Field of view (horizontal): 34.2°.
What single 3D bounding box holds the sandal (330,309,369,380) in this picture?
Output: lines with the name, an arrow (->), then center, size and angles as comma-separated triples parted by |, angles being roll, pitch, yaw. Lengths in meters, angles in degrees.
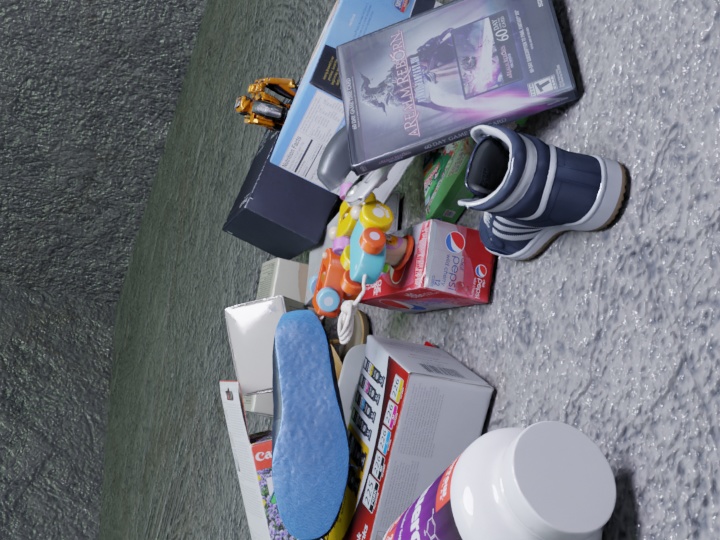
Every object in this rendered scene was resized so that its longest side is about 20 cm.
sandal -> -0.037, 0.123, 1.312 | 0.080, 0.053, 0.202 | -51, 15, 57

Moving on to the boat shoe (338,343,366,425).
boat shoe -> -0.013, 0.166, 1.198 | 0.201, 0.070, 0.064 | -65, -7, -47

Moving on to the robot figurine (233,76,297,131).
robot figurine -> -0.047, -0.178, 1.342 | 0.145, 0.197, 0.059 | -159, 82, -71

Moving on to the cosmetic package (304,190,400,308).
cosmetic package -> -0.011, -0.022, 1.376 | 0.200, 0.050, 0.084 | 136, 144, -62

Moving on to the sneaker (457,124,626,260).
sneaker -> 0.112, -0.060, 0.917 | 0.200, 0.107, 0.071 | 157, 124, -69

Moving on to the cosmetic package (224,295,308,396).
cosmetic package -> -0.099, 0.091, 1.383 | 0.200, 0.070, 0.107 | 45, -147, -82

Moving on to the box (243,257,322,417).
box -> -0.102, 0.092, 1.540 | 0.095, 0.077, 0.204 | 170, 111, -72

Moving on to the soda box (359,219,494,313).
soda box -> 0.057, 0.000, 1.114 | 0.200, 0.069, 0.065 | 166, 115, -71

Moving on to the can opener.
can opener -> 0.042, -0.143, 1.037 | 0.201, 0.067, 0.053 | -51, 18, -3

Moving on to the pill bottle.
pill bottle -> 0.093, 0.184, 0.815 | 0.201, 0.111, 0.114 | 123, 153, -49

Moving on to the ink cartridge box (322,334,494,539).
ink cartridge box -> 0.031, 0.172, 1.065 | 0.175, 0.083, 0.203 | -147, 69, -72

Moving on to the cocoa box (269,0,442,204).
cocoa box -> 0.007, -0.191, 1.216 | 0.134, 0.130, 0.202 | 124, 167, -51

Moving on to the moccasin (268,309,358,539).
moccasin -> -0.041, 0.139, 1.048 | 0.068, 0.079, 0.204 | 92, 179, -74

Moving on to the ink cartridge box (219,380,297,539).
ink cartridge box -> -0.102, 0.214, 1.266 | 0.109, 0.050, 0.204 | 166, 92, -72

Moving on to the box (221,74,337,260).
box -> -0.085, -0.124, 1.500 | 0.184, 0.103, 0.200 | -66, 11, -11

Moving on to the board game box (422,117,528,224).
board game box -> 0.110, -0.152, 1.115 | 0.201, 0.029, 0.136 | 123, 152, -50

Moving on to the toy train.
toy train -> 0.000, 0.000, 1.096 | 0.200, 0.055, 0.153 | -141, 63, -75

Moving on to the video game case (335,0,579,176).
video game case -> 0.077, -0.171, 1.003 | 0.019, 0.197, 0.145 | 53, -157, -52
